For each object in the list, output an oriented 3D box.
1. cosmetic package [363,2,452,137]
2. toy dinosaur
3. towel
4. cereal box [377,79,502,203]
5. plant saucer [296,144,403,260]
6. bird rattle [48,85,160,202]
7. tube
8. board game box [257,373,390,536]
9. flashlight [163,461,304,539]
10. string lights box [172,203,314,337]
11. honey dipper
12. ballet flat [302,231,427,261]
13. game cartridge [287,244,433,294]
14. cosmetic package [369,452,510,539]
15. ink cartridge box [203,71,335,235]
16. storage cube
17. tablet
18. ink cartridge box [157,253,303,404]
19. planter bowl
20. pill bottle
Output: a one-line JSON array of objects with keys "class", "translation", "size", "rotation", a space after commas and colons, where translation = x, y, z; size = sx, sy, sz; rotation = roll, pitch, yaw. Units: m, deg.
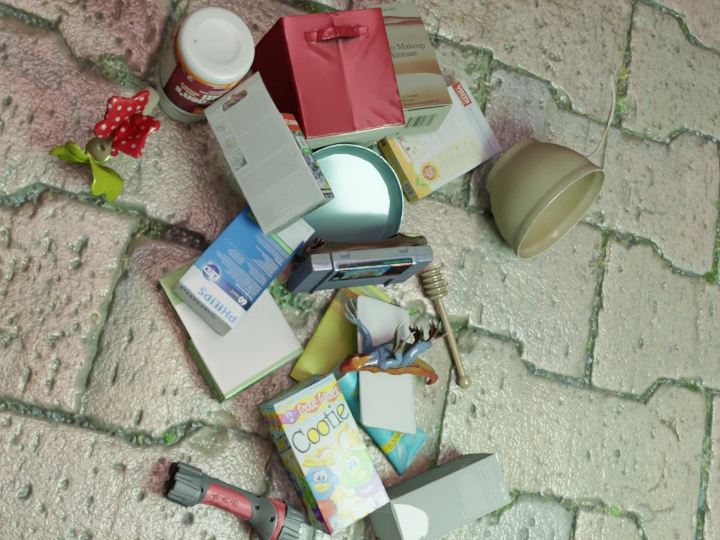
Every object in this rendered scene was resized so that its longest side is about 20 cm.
[{"class": "cosmetic package", "translation": [0.067, -0.330, 1.536], "size": [0.102, 0.087, 0.203], "rotation": [-11, 70, -21]}, {"class": "toy dinosaur", "translation": [0.048, 0.133, 1.389], "size": [0.181, 0.104, 0.203], "rotation": [-33, 112, -33]}, {"class": "towel", "translation": [-0.030, 0.103, 1.468], "size": [0.086, 0.018, 0.202], "rotation": [35, 68, -10]}, {"class": "cereal box", "translation": [0.132, -0.221, 1.595], "size": [0.199, 0.039, 0.145], "rotation": [-29, 90, -27]}, {"class": "plant saucer", "translation": [-0.030, -0.098, 1.463], "size": [0.197, 0.027, 0.203], "rotation": [-5, 108, -14]}, {"class": "bird rattle", "translation": [-0.339, -0.202, 1.304], "size": [0.112, 0.200, 0.164], "rotation": [35, 43, -14]}, {"class": "tube", "translation": [0.026, 0.223, 1.449], "size": [0.078, 0.050, 0.201], "rotation": [-48, 113, -19]}, {"class": "board game box", "translation": [-0.055, 0.264, 1.365], "size": [0.104, 0.103, 0.202], "rotation": [-25, 92, -20]}, {"class": "flashlight", "translation": [-0.179, 0.334, 1.323], "size": [0.198, 0.068, 0.069], "rotation": [26, 65, -19]}, {"class": "string lights box", "translation": [-0.168, -0.015, 1.362], "size": [0.103, 0.059, 0.201], "rotation": [42, 64, -6]}, {"class": "honey dipper", "translation": [0.142, 0.097, 1.538], "size": [0.038, 0.038, 0.203], "rotation": [-15, 89, -26]}, {"class": "ballet flat", "translation": [0.007, -0.040, 1.449], "size": [0.197, 0.067, 0.047], "rotation": [-9, 85, -9]}, {"class": "game cartridge", "translation": [0.000, 0.000, 1.424], "size": [0.197, 0.129, 0.039], "rotation": [-5, 79, -22]}, {"class": "cosmetic package", "translation": [0.117, 0.352, 1.433], "size": [0.197, 0.107, 0.092], "rotation": [-14, 85, -28]}, {"class": "ink cartridge box", "translation": [-0.130, -0.164, 1.325], "size": [0.202, 0.108, 0.050], "rotation": [63, 20, 4]}, {"class": "storage cube", "translation": [-0.053, -0.280, 1.440], "size": [0.169, 0.200, 0.183], "rotation": [-12, 88, -23]}, {"class": "tablet", "translation": [0.041, 0.147, 1.451], "size": [0.129, 0.014, 0.203], "rotation": [20, 61, -46]}, {"class": "ink cartridge box", "translation": [-0.194, 0.072, 1.384], "size": [0.144, 0.048, 0.202], "rotation": [-29, 85, -27]}, {"class": "planter bowl", "translation": [0.296, -0.137, 1.584], "size": [0.199, 0.201, 0.135], "rotation": [-29, 64, -26]}, {"class": "pill bottle", "translation": [-0.231, -0.290, 1.356], "size": [0.108, 0.200, 0.111], "rotation": [5, 76, -23]}]
